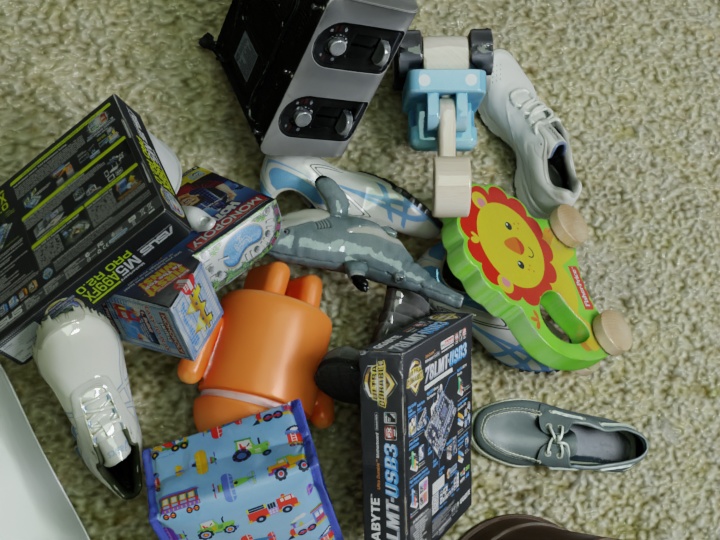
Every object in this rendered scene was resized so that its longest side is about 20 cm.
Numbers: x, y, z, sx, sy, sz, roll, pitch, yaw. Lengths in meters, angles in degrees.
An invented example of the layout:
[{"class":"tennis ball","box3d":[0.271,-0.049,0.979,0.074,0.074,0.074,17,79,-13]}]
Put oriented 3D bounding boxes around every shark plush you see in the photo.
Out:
[{"class":"shark plush","box3d":[0.000,0.000,1.186,0.199,0.091,0.083,33,32,-2]}]

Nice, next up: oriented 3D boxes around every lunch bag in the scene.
[{"class":"lunch bag","box3d":[-0.094,0.238,1.114,0.149,0.094,0.202,-17,125,-4]}]

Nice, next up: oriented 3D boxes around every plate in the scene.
[{"class":"plate","box3d":[-0.371,0.211,1.101,0.199,0.032,0.201,-28,90,-22]}]

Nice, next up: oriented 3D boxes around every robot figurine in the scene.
[{"class":"robot figurine","box3d":[-0.092,0.096,1.178,0.115,0.144,0.203,7,72,22]}]

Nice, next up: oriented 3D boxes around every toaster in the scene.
[{"class":"toaster","box3d":[-0.053,-0.232,1.200,0.117,0.182,0.201,5,40,-34]}]

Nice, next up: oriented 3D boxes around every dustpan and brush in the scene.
[{"class":"dustpan and brush","box3d":[-0.203,-0.069,1.152,0.140,0.199,0.057,-50,124,-21]}]

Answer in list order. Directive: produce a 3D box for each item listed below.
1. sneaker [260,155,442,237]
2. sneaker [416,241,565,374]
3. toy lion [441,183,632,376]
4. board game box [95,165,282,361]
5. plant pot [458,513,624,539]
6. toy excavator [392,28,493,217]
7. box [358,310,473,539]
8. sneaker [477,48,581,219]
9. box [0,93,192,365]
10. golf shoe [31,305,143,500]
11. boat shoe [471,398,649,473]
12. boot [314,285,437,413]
[{"class":"sneaker","box3d":[-0.010,-0.070,1.265,0.198,0.072,0.073,20,96,-16]},{"class":"sneaker","box3d":[0.144,0.041,1.289,0.199,0.073,0.072,31,42,-9]},{"class":"toy lion","box3d":[0.168,0.006,1.252,0.190,0.069,0.202,2,61,-43]},{"class":"board game box","box3d":[-0.169,-0.001,1.127,0.199,0.199,0.062,-36,125,-22]},{"class":"plant pot","box3d":[0.194,0.333,1.184,0.197,0.198,0.203,4,76,-18]},{"class":"toy excavator","box3d":[0.088,-0.146,1.256,0.098,0.194,0.203,-1,85,-2]},{"class":"box","box3d":[0.057,0.153,1.158,0.049,0.200,0.202,1,99,22]},{"class":"sneaker","box3d":[0.191,-0.154,1.345,0.074,0.087,0.202,-24,86,-21]},{"class":"box","box3d":[-0.259,-0.038,1.095,0.199,0.044,0.161,-37,52,8]},{"class":"golf shoe","box3d":[-0.225,0.119,1.083,0.078,0.201,0.097,-26,47,-16]},{"class":"boat shoe","box3d":[0.211,0.174,1.295,0.197,0.062,0.074,12,75,-17]},{"class":"boot","box3d":[0.020,0.070,1.202,0.069,0.200,0.133,9,73,20]}]
